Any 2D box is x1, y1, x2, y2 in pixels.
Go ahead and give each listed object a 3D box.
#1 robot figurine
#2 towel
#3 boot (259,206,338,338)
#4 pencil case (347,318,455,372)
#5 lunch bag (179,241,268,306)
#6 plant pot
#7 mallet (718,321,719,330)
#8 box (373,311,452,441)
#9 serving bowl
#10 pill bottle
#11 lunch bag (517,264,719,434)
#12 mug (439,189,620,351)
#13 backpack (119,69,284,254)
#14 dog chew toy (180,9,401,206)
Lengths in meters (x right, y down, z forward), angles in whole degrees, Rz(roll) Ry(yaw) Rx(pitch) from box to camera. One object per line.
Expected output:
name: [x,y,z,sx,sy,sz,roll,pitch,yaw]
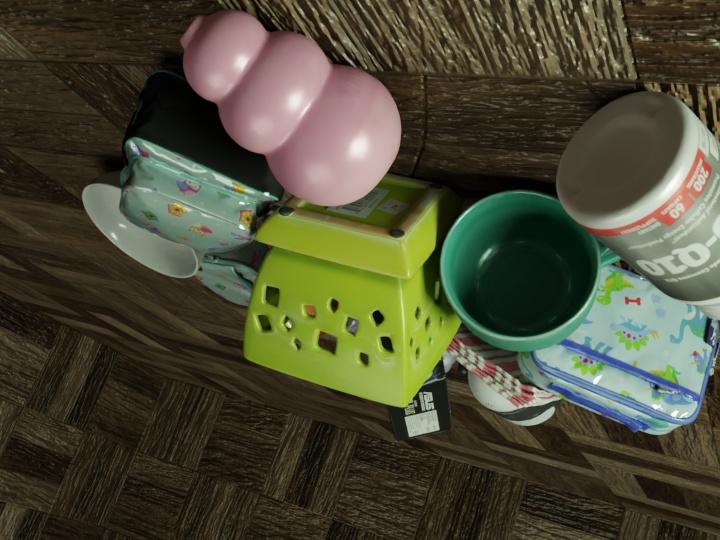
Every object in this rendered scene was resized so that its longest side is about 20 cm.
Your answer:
robot figurine: [0.248,0.173,1.317,0.150,0.125,0.200,-33,147,16]
towel: [0.161,0.094,1.022,0.200,0.030,0.146,38,-160,29]
boot: [-0.091,0.010,1.160,0.075,0.107,0.200,-6,123,50]
pencil case: [0.070,0.091,1.339,0.200,0.091,0.083,23,123,-13]
lunch bag: [-0.190,-0.001,1.351,0.160,0.077,0.200,11,161,27]
plant pot: [0.000,0.000,0.899,0.199,0.200,0.182,15,124,20]
mallet: [0.361,0.059,1.005,0.200,0.041,0.066,-6,148,45]
box: [0.063,0.115,1.155,0.086,0.164,0.200,-13,141,0]
serving bowl: [-0.307,-0.078,1.230,0.200,0.066,0.200,23,149,15]
pill bottle: [0.258,-0.042,0.662,0.200,0.114,0.114,31,160,-33]
lunch bag: [0.285,0.083,0.923,0.200,0.161,0.082,24,158,6]
mug: [0.178,0.009,0.844,0.185,0.152,0.114,13,169,16]
backpack: [-0.174,-0.104,0.903,0.175,0.154,0.200,19,171,-16]
dog chew toy: [-0.063,-0.145,0.711,0.200,0.125,0.124,35,159,-19]
